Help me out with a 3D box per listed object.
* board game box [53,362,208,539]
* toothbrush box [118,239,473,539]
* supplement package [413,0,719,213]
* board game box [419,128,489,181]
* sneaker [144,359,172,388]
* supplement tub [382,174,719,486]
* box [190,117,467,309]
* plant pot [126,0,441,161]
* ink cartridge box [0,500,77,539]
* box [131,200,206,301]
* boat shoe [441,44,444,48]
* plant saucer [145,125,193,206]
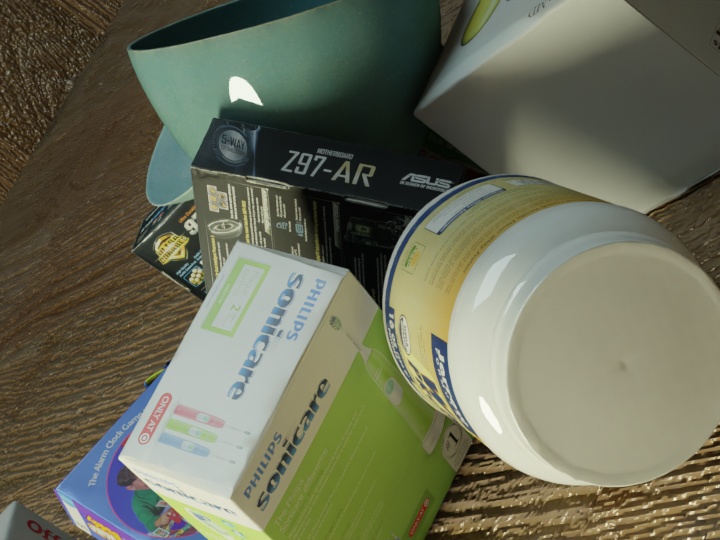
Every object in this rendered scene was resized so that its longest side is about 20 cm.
[{"bbox_3d":[-0.088,0.115,1.427,0.134,0.045,0.200,27,62,32],"label":"board game box"},{"bbox_3d":[-0.030,0.100,1.230,0.086,0.200,0.146,16,69,33],"label":"toothbrush box"},{"bbox_3d":[0.166,-0.160,1.292,0.191,0.147,0.200,-33,27,50],"label":"supplement package"},{"bbox_3d":[0.086,-0.111,1.502,0.200,0.095,0.030,-38,25,44],"label":"board game box"},{"bbox_3d":[-0.144,0.094,1.769,0.066,0.078,0.200,-58,16,-4],"label":"sneaker"},{"bbox_3d":[0.102,0.030,1.116,0.145,0.144,0.200,-55,17,-1],"label":"supplement tub"},{"bbox_3d":[-0.016,0.005,1.308,0.200,0.160,0.044,86,-161,-48],"label":"box"},{"bbox_3d":[-0.032,-0.107,1.350,0.199,0.135,0.200,-16,13,4],"label":"plant pot"},{"bbox_3d":[-0.230,0.283,1.529,0.084,0.144,0.200,-45,20,23],"label":"ink cartridge box"},{"bbox_3d":[-0.056,-0.039,1.637,0.200,0.159,0.046,-43,21,34],"label":"box"},{"bbox_3d":[-0.013,-0.095,1.470,0.200,0.062,0.075,-52,14,2],"label":"boat shoe"},{"bbox_3d":[-0.083,-0.124,1.540,0.201,0.039,0.201,-46,25,28],"label":"plant saucer"}]
